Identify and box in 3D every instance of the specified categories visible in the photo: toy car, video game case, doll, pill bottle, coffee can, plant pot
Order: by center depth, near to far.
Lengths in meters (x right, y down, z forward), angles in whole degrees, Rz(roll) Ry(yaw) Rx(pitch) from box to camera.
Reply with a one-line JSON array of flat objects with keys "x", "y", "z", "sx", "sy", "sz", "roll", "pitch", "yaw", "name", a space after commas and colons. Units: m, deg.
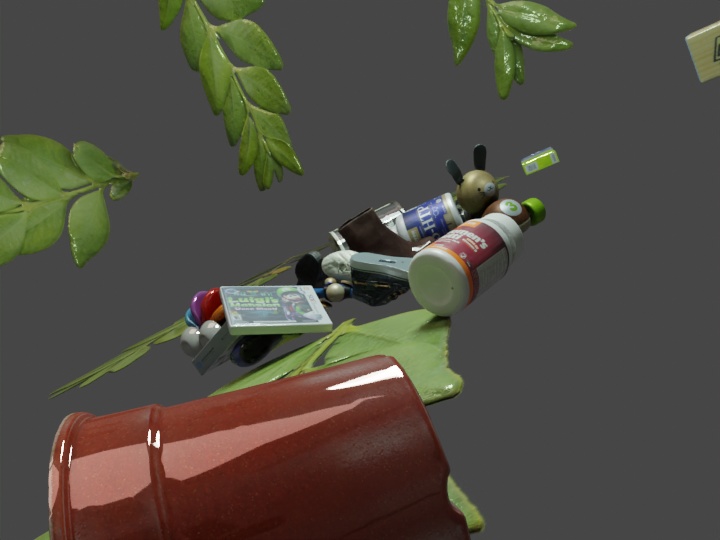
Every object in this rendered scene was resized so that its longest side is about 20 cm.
[{"x": -0.048, "y": 0.151, "z": 0.410, "sx": 0.193, "sy": 0.203, "sz": 0.201, "roll": -17, "pitch": 6, "yaw": -10, "name": "plant pot"}, {"x": 0.173, "y": -0.016, "z": 1.092, "sx": 0.109, "sy": 0.111, "sz": 0.199, "roll": -16, "pitch": 11, "yaw": 47, "name": "pill bottle"}, {"x": -0.172, "y": 0.075, "z": 1.370, "sx": 0.198, "sy": 0.024, "sz": 0.182, "roll": 0, "pitch": 23, "yaw": -18, "name": "video game case"}, {"x": 0.260, "y": -0.157, "z": 1.436, "sx": 0.163, "sy": 0.202, "sz": 0.157, "roll": -28, "pitch": 8, "yaw": -25, "name": "toy car"}, {"x": -0.056, "y": 0.047, "z": 1.537, "sx": 0.135, "sy": 0.049, "sz": 0.200, "roll": 0, "pitch": 4, "yaw": -1, "name": "doll"}, {"x": 0.151, "y": -0.097, "z": 1.689, "sx": 0.198, "sy": 0.121, "sz": 0.120, "roll": -24, "pitch": 7, "yaw": 11, "name": "pill bottle"}, {"x": -0.371, "y": 0.121, "z": 1.746, "sx": 0.199, "sy": 0.151, "sz": 0.175, "roll": -18, "pitch": 10, "yaw": 41, "name": "toy car"}, {"x": 0.033, "y": -0.077, "z": 1.831, "sx": 0.198, "sy": 0.148, "sz": 0.146, "roll": -26, "pitch": 8, "yaw": -10, "name": "coffee can"}]

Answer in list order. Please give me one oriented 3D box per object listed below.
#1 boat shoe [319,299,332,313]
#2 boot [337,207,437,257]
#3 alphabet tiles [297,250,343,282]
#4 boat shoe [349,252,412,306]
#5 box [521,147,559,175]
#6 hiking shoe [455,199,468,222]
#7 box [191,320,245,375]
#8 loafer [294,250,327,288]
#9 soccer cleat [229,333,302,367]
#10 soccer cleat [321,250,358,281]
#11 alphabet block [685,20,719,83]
[{"x": -0.143, "y": 0.092, "z": 1.563, "sx": 0.199, "sy": 0.070, "sz": 0.070, "roll": 7, "pitch": -4, "yaw": 43, "name": "boat shoe"}, {"x": 0.065, "y": -0.072, "z": 1.582, "sx": 0.198, "sy": 0.167, "sz": 0.072, "roll": -28, "pitch": 20, "yaw": 5, "name": "boot"}, {"x": -0.050, "y": 0.001, "z": 1.707, "sx": 0.198, "sy": 0.006, "sz": 0.166, "roll": -21, "pitch": -30, "yaw": 29, "name": "alphabet tiles"}, {"x": 0.071, "y": 0.026, "z": 1.329, "sx": 0.198, "sy": 0.092, "sz": 0.071, "roll": 11, "pitch": 26, "yaw": 28, "name": "boat shoe"}, {"x": 0.629, "y": -0.386, "z": 2.418, "sx": 0.121, "sy": 0.048, "sz": 0.200, "roll": -22, "pitch": 8, "yaw": 16, "name": "box"}, {"x": 0.278, "y": -0.166, "z": 1.923, "sx": 0.100, "sy": 0.076, "sz": 0.200, "roll": -22, "pitch": 8, "yaw": -3, "name": "hiking shoe"}, {"x": -0.241, "y": 0.130, "z": 1.445, "sx": 0.156, "sy": 0.041, "sz": 0.199, "roll": -45, "pitch": -11, "yaw": 33, "name": "box"}, {"x": -0.113, "y": 0.013, "z": 1.656, "sx": 0.072, "sy": 0.073, "sz": 0.201, "roll": -36, "pitch": -19, "yaw": -31, "name": "loafer"}, {"x": -0.183, "y": 0.132, "z": 1.401, "sx": 0.199, "sy": 0.065, "sz": 0.083, "roll": -32, "pitch": 8, "yaw": -41, "name": "soccer cleat"}, {"x": 0.000, "y": 0.000, "z": 1.502, "sx": 0.198, "sy": 0.070, "sz": 0.078, "roll": 7, "pitch": 25, "yaw": 20, "name": "soccer cleat"}, {"x": 1.415, "y": -0.875, "z": 2.696, "sx": 0.199, "sy": 0.198, "sz": 0.195, "roll": -19, "pitch": 11, "yaw": 36, "name": "alphabet block"}]
